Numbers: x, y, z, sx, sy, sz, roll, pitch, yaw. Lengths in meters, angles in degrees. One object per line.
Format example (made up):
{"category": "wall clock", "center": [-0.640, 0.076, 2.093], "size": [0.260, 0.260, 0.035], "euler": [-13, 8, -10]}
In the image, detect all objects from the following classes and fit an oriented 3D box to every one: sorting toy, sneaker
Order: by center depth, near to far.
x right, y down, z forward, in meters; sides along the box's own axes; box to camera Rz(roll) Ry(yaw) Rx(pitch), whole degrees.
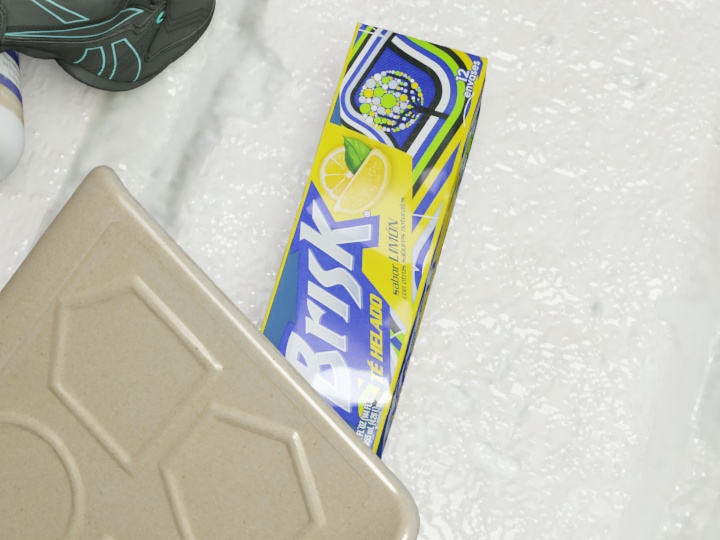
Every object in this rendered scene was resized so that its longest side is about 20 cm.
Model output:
{"category": "sorting toy", "center": [-0.090, 0.088, 0.707], "size": [0.200, 0.036, 0.185], "euler": [48, 115, 13]}
{"category": "sneaker", "center": [-0.111, -0.121, 0.735], "size": [0.079, 0.199, 0.076], "euler": [-18, 88, 29]}

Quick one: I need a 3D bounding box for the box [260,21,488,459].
{"category": "box", "center": [0.000, 0.000, 0.761], "size": [0.064, 0.070, 0.202], "euler": [15, 73, 5]}

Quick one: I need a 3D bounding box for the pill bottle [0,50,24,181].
{"category": "pill bottle", "center": [-0.212, -0.138, 0.768], "size": [0.114, 0.116, 0.203], "euler": [-6, 73, -5]}
